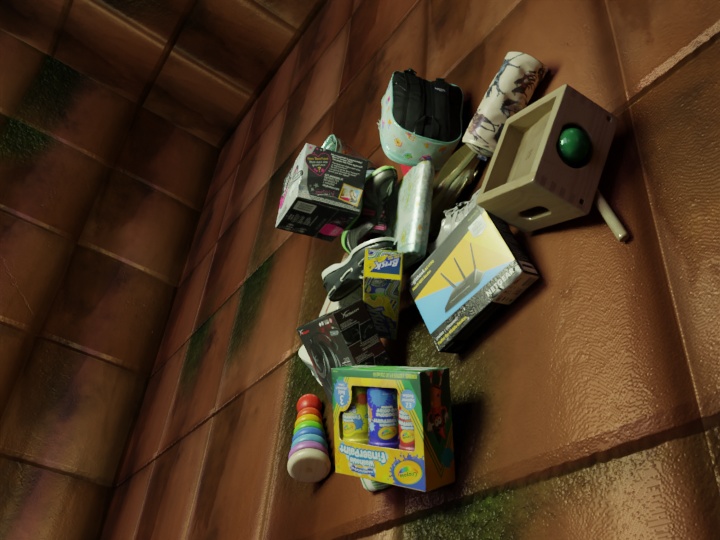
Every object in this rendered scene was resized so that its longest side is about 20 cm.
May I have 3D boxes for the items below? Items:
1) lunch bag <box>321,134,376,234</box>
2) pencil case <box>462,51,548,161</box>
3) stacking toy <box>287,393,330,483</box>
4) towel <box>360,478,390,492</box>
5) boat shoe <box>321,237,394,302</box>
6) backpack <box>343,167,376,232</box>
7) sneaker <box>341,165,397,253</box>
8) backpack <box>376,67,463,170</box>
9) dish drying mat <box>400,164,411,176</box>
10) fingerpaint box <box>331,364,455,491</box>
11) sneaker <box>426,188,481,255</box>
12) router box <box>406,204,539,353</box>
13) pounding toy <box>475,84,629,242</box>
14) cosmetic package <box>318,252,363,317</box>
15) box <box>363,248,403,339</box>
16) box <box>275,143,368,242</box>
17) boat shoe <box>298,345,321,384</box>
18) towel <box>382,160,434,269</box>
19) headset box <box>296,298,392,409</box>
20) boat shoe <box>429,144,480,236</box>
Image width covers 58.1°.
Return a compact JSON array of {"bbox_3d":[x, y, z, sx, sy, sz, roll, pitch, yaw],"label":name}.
[{"bbox_3d":[-0.042,-0.213,1.600,0.121,0.169,0.202,-15,52,49],"label":"lunch bag"},{"bbox_3d":[0.264,-0.298,1.174,0.202,0.089,0.078,-62,19,0],"label":"pencil case"},{"bbox_3d":[-0.105,0.328,1.324,0.086,0.085,0.201,-52,23,25],"label":"stacking toy"},{"bbox_3d":[0.047,0.268,1.069,0.200,0.023,0.154,-41,62,38],"label":"towel"},{"bbox_3d":[0.000,0.000,1.237,0.200,0.075,0.061,-37,59,47],"label":"boat shoe"},{"bbox_3d":[0.019,-0.136,1.417,0.200,0.152,0.165,-14,-57,-69],"label":"backpack"},{"bbox_3d":[0.032,-0.109,1.264,0.084,0.076,0.202,45,126,37],"label":"sneaker"},{"bbox_3d":[0.123,-0.301,1.357,0.202,0.173,0.154,-89,18,-45],"label":"backpack"},{"bbox_3d":[0.117,-0.284,1.535,0.077,0.018,0.201,-51,28,28],"label":"dish drying mat"},{"bbox_3d":[0.044,0.234,0.999,0.199,0.073,0.170,-6,85,47],"label":"fingerpaint box"},{"bbox_3d":[0.180,-0.092,1.122,0.082,0.074,0.201,41,108,24],"label":"sneaker"},{"bbox_3d":[0.173,0.015,1.043,0.200,0.051,0.150,-50,47,31],"label":"router box"},{"bbox_3d":[0.292,-0.140,0.943,0.186,0.141,0.200,-67,16,-14],"label":"pounding toy"},{"bbox_3d":[-0.014,0.073,1.355,0.087,0.103,0.202,2,67,65],"label":"cosmetic package"},{"bbox_3d":[0.040,0.048,1.193,0.201,0.069,0.065,90,-174,-54],"label":"box"},{"bbox_3d":[-0.082,-0.150,1.279,0.200,0.130,0.116,144,137,-67],"label":"box"},{"bbox_3d":[-0.061,0.214,1.372,0.073,0.062,0.199,-40,37,-16],"label":"boat shoe"},{"bbox_3d":[0.086,-0.095,1.226,0.200,0.047,0.174,145,132,-73],"label":"towel"},{"bbox_3d":[-0.018,0.171,1.194,0.148,0.077,0.202,-24,90,55],"label":"headset box"},{"bbox_3d":[0.181,-0.162,1.258,0.202,0.063,0.073,-54,18,7],"label":"boat shoe"}]
